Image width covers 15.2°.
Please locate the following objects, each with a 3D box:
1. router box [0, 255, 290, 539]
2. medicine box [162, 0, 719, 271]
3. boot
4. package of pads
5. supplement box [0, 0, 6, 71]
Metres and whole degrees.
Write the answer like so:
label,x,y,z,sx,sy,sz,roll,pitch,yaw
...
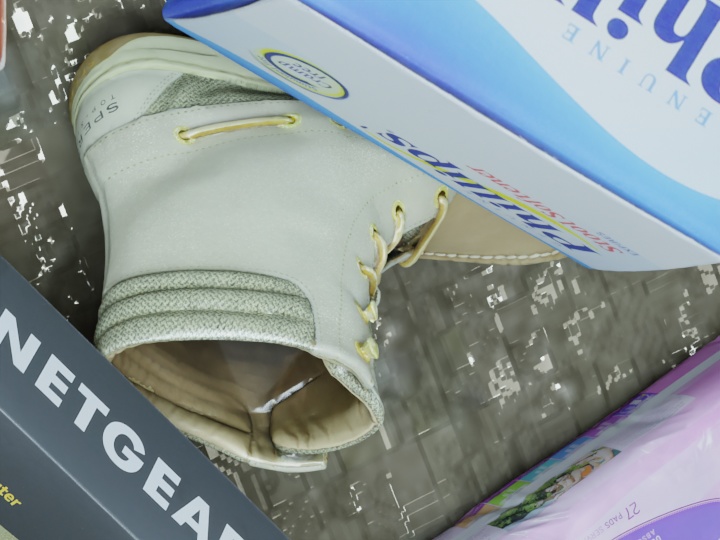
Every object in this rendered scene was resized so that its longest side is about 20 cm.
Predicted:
label,x,y,z,sx,sy,sz,roll,pitch,yaw
router box,-0.122,0.093,0.871,0.200,0.157,0.052,45,36,-16
medicine box,0.065,-0.128,0.881,0.182,0.103,0.201,29,76,-22
boot,0.000,0.000,0.922,0.199,0.155,0.072,10,130,-18
package of pads,0.100,0.125,1.008,0.200,0.076,0.121,-34,101,-19
supplement box,-0.219,-0.093,0.876,0.199,0.066,0.069,-1,94,-23
